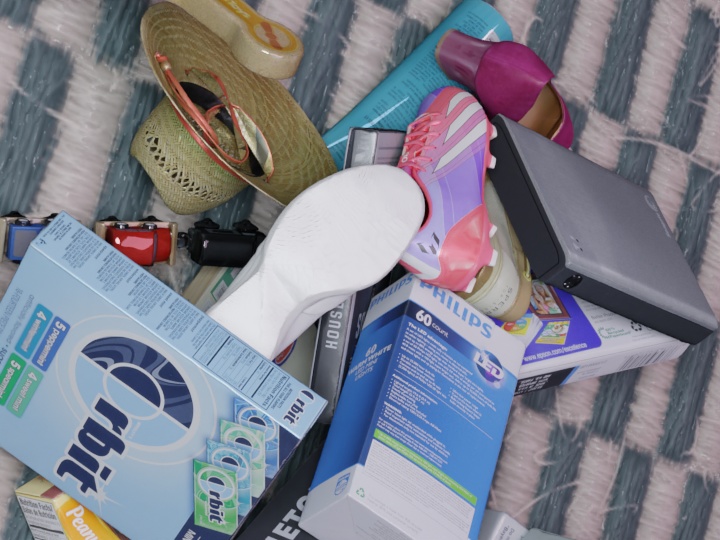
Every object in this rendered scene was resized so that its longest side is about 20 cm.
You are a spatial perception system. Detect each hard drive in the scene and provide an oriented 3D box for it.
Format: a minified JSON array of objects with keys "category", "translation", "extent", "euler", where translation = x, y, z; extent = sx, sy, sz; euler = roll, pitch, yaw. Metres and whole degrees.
[{"category":"hard drive","translation":[0.175,-0.027,1.532],"extent":[0.200,0.033,0.140],"euler":[21,37,-47]}]

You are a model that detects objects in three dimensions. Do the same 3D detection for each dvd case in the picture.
[{"category":"dvd case","translation":[0.000,0.000,1.459],"extent":[0.150,0.025,0.201],"euler":[-18,117,-79]}]

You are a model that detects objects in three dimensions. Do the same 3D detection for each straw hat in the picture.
[{"category":"straw hat","translation":[-0.108,-0.084,1.410],"extent":[0.085,0.201,0.201],"euler":[-41,125,19]}]

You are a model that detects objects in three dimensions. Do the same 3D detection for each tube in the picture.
[{"category":"tube","translation":[0.036,-0.120,1.551],"extent":[0.077,0.050,0.200],"euler":[49,68,-17]}]

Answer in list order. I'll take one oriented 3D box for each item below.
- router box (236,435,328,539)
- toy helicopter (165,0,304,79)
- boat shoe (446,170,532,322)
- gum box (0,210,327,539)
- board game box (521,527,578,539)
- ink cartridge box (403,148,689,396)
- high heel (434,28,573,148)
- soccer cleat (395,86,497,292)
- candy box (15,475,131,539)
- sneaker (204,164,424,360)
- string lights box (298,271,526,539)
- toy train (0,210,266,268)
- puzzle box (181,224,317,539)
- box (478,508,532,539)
[{"category":"router box","translation":[-0.033,0.213,1.407],"extent":[0.200,0.052,0.158],"euler":[-47,148,-46]},{"category":"toy helicopter","translation":[-0.110,-0.190,1.365],"extent":[0.132,0.200,0.079],"euler":[-22,147,-54]},{"category":"boat shoe","translation":[0.083,-0.035,1.516],"extent":[0.066,0.074,0.200],"euler":[36,31,-29]},{"category":"gum box","translation":[-0.142,0.083,1.296],"extent":[0.200,0.170,0.045],"euler":[36,41,2]},{"category":"board game box","translation":[0.196,0.287,1.498],"extent":[0.064,0.147,0.200],"euler":[-42,115,-27]},{"category":"ink cartridge box","translation":[0.130,-0.004,1.588],"extent":[0.198,0.043,0.200],"euler":[-10,58,-36]},{"category":"high heel","translation":[0.134,-0.115,1.554],"extent":[0.200,0.096,0.068],"euler":[27,92,-55]},{"category":"soccer cleat","translation":[0.050,-0.067,1.441],"extent":[0.076,0.067,0.200],"euler":[24,39,-23]},{"category":"candy box","translation":[-0.143,0.211,1.421],"extent":[0.115,0.055,0.201],"euler":[-32,110,-35]},{"category":"sneaker","translation":[-0.044,0.007,1.358],"extent":[0.200,0.088,0.075],"euler":[-42,90,-6]},{"category":"string lights box","translation":[0.038,0.106,1.383],"extent":[0.103,0.059,0.200],"euler":[36,46,-19]},{"category":"toy train","translation":[-0.153,-0.017,1.384],"extent":[0.199,0.046,0.034],"euler":[1,105,-24]},{"category":"puzzle box","translation":[-0.090,0.078,1.431],"extent":[0.133,0.025,0.200],"euler":[60,37,-22]},{"category":"box","translation":[0.101,0.302,1.583],"extent":[0.200,0.105,0.184],"euler":[39,68,-31]}]
